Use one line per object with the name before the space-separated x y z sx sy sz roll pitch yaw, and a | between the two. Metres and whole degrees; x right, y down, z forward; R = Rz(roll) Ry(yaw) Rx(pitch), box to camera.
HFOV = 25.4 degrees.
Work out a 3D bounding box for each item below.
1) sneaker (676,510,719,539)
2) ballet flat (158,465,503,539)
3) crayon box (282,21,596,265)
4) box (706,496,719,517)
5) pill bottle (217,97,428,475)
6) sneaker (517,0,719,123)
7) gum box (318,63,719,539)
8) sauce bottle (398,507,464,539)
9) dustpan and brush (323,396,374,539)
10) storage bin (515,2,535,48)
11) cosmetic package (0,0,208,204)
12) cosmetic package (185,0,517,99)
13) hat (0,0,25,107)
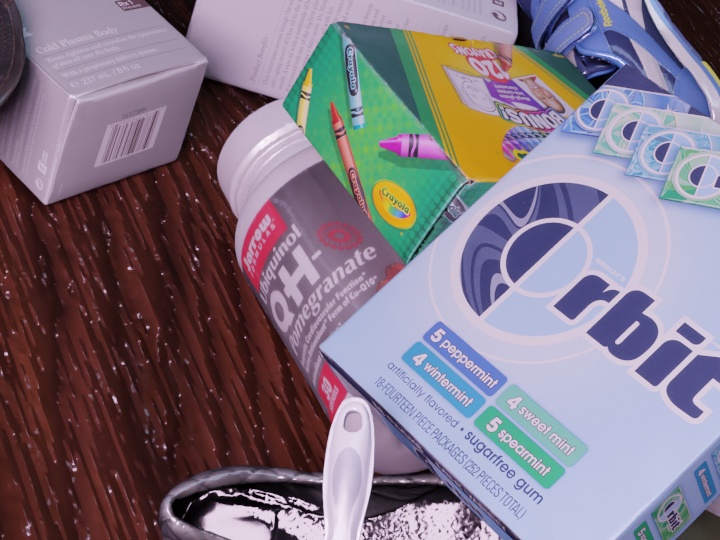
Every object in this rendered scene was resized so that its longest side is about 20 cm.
sneaker | 0.204 0.149 0.806 0.090 0.067 0.200 37 38 26
ballet flat | 0.007 0.120 0.711 0.198 0.057 0.067 -1 76 8
crayon box | 0.069 -0.064 0.838 0.199 0.058 0.119 -2 46 -48
box | 0.278 0.060 0.804 0.198 0.131 0.200 27 29 11
pill bottle | 0.000 0.000 0.848 0.110 0.111 0.200 -8 47 -32
sneaker | 0.140 -0.138 0.968 0.082 0.074 0.200 -14 55 -31
gum box | 0.109 0.023 0.697 0.200 0.045 0.170 -43 52 -9
sauce bottle | 0.089 0.077 0.773 0.065 0.065 0.200 41 81 22
dustpan and brush | -0.011 0.152 0.627 0.138 0.057 0.201 4 63 5
storage bin | 0.070 -0.212 1.102 0.199 0.136 0.094 25 39 3
cosmetic package | -0.196 -0.139 0.936 0.200 0.090 0.107 44 43 20
cosmetic package | -0.007 -0.159 1.036 0.199 0.102 0.072 16 38 -9
hat | -0.275 -0.093 0.842 0.199 0.081 0.202 4 51 -5
